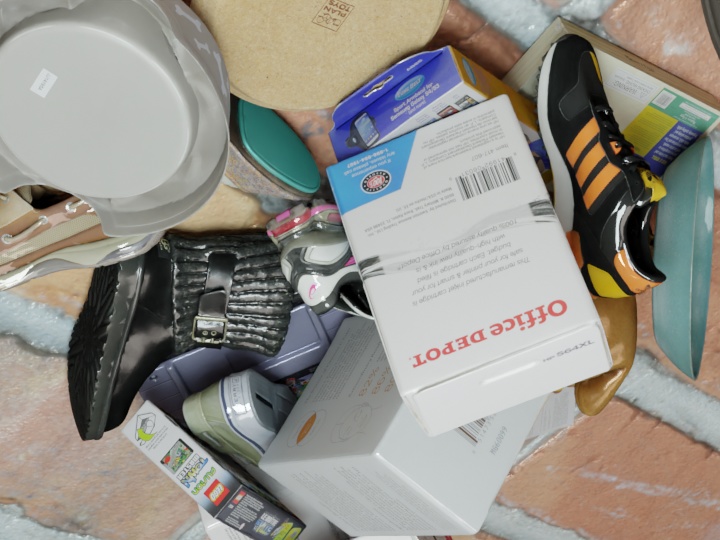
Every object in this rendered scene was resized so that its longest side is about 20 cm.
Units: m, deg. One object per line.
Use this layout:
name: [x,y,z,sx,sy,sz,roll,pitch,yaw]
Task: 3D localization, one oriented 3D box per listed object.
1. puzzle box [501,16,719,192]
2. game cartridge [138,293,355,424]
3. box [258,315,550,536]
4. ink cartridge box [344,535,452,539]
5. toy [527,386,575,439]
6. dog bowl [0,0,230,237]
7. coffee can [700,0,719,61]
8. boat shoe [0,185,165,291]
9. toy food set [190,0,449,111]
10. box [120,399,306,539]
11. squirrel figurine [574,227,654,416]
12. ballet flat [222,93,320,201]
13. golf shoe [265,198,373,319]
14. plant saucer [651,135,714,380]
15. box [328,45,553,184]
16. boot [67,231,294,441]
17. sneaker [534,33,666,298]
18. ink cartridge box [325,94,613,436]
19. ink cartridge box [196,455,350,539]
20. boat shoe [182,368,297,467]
puzzle box: [0.189,-0.118,1.409,0.199,0.026,0.133,20,124,-38]
game cartridge: [-0.089,0.085,1.500,0.199,0.039,0.130,-23,135,0]
box: [0.036,0.116,1.349,0.106,0.153,0.200,39,157,-18]
ink cartridge box: [0.006,0.272,1.503,0.144,0.085,0.200,-27,173,6]
toy: [0.117,0.108,1.583,0.199,0.047,0.116,-12,117,-32]
dog bowl: [-0.178,-0.118,1.167,0.198,0.059,0.201,7,131,8]
coffee can: [0.371,-0.220,1.288,0.198,0.147,0.147,-17,139,-6]
boat shoe: [-0.246,-0.032,1.285,0.198,0.076,0.072,-14,106,4]
toy food set: [-0.024,-0.194,1.215,0.198,0.049,0.199,2,133,-25]
box: [-0.118,0.174,1.434,0.035,0.110,0.200,-49,158,-5]
squirrel figurine: [0.146,0.011,1.436,0.186,0.142,0.200,12,129,-36]
ballet flat: [-0.111,-0.105,1.271,0.067,0.069,0.200,-23,137,28]
golf shoe: [0.000,0.000,1.371,0.072,0.093,0.199,-27,165,30]
plant saucer: [0.266,-0.011,1.429,0.036,0.201,0.201,4,142,15]
box: [0.068,-0.097,1.310,0.119,0.042,0.199,-34,148,24]
boot: [-0.144,0.056,1.401,0.157,0.080,0.212,3,130,-26]
sneaker: [0.189,-0.079,1.297,0.089,0.202,0.070,-2,-174,37]
ink cartridge box: [0.076,-0.003,1.230,0.145,0.201,0.084,-21,150,5]
ink cartridge box: [-0.042,0.205,1.609,0.199,0.084,0.146,-22,140,0]
boat shoe: [-0.093,0.127,1.454,0.061,0.073,0.200,-11,157,11]
